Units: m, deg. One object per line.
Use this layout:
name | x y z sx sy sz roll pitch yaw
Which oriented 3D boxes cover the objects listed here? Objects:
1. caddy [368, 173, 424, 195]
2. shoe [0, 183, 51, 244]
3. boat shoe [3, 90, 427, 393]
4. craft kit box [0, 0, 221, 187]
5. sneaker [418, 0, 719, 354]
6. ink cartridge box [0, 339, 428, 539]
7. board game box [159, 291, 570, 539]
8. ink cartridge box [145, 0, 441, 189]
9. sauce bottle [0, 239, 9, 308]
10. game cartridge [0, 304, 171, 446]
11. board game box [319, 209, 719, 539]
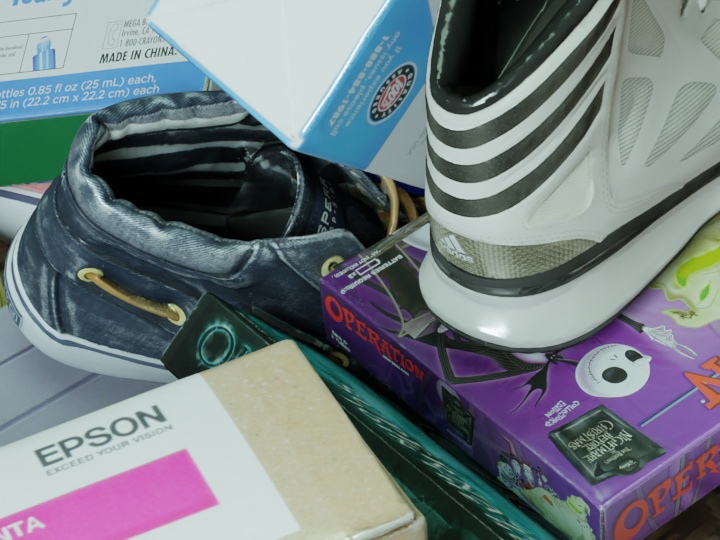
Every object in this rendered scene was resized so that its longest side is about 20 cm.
caddy | 0.019 -0.093 1.001 0.199 0.142 0.105 11 37 24
shoe | -0.067 -0.046 0.979 0.199 0.092 0.071 11 3 26
boat shoe | 0.000 0.000 0.870 0.199 0.091 0.071 5 64 -18
craft kit box | -0.109 -0.121 0.961 0.199 0.049 0.199 -3 63 27
sneaker | 0.088 -0.075 0.795 0.075 0.116 0.200 26 51 29
ink cartridge box | -0.083 0.126 0.710 0.199 0.165 0.075 -20 44 -17
board game box | 0.047 0.083 0.784 0.200 0.135 0.028 39 96 42
ink cartridge box | 0.038 -0.085 0.863 0.067 0.116 0.200 38 12 27
sauce bottle | -0.176 0.018 0.875 0.064 0.065 0.200 17 11 28
game cartridge | -0.107 0.079 0.847 0.129 0.039 0.200 40 45 22
board game box | 0.102 -0.008 0.827 0.199 0.032 0.120 -32 53 -25
